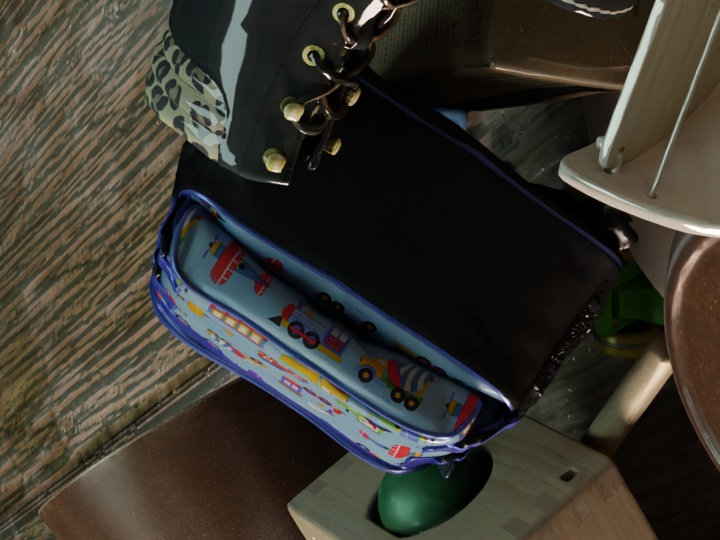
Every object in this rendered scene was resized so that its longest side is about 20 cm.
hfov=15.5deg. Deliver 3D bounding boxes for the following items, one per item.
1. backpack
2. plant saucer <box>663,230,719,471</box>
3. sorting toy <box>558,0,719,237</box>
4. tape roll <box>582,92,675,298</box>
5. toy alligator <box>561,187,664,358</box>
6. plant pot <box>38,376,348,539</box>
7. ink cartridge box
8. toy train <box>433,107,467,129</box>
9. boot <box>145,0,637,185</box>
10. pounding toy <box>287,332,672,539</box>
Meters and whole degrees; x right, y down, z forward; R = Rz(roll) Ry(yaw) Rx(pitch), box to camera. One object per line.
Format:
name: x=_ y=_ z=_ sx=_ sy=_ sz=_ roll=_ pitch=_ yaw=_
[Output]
backpack: x=0.000 y=0.000 z=1.122 sx=0.182 sy=0.135 sz=0.200 roll=34 pitch=168 yaw=-3
plant saucer: x=0.182 y=0.044 z=1.001 sx=0.200 sy=0.034 sz=0.201 roll=37 pitch=142 yaw=35
sorting toy: x=0.192 y=-0.088 z=0.895 sx=0.180 sy=0.107 sz=0.201 roll=31 pitch=111 yaw=32
tape roll: x=0.154 y=-0.070 z=1.067 sx=0.203 sy=0.037 sz=0.204 roll=39 pitch=135 yaw=55
toy alligator: x=0.088 y=-0.007 z=1.216 sx=0.200 sy=0.054 sz=0.060 roll=36 pitch=132 yaw=56
plant pot: x=-0.051 y=0.174 z=1.484 sx=0.200 sy=0.187 sz=0.187 roll=59 pitch=152 yaw=7
ink cartridge box: x=0.061 y=-0.172 z=1.105 sx=0.165 sy=0.075 sz=0.201 roll=-178 pitch=94 yaw=-69
toy train: x=0.006 y=-0.112 z=1.272 sx=0.087 sy=0.114 sz=0.200 roll=65 pitch=153 yaw=25
boot: x=0.008 y=-0.095 z=0.950 sx=0.203 sy=0.073 sz=0.154 roll=34 pitch=119 yaw=31
pounding toy: x=0.083 y=0.127 z=1.184 sx=0.200 sy=0.142 sz=0.184 roll=59 pitch=164 yaw=-25
